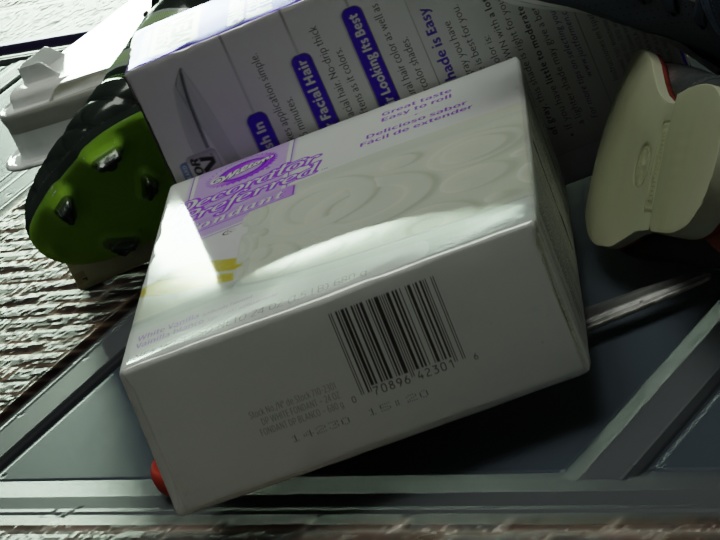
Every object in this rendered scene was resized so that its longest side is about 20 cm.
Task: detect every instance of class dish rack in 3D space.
[{"bbox_3d":[-0.068,-0.121,1.339,0.171,0.044,0.200,-12,24,43],"label":"dish rack"}]

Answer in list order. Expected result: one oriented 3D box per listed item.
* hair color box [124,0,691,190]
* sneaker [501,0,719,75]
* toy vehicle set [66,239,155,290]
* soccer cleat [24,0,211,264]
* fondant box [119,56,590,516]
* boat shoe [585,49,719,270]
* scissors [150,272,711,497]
[{"bbox_3d":[0.022,-0.074,1.128,0.199,0.110,0.065,-22,20,6],"label":"hair color box"},{"bbox_3d":[0.108,-0.116,0.991,0.146,0.202,0.077,177,115,-82],"label":"sneaker"},{"bbox_3d":[-0.078,-0.059,1.321,0.124,0.027,0.200,-24,20,2],"label":"toy vehicle set"},{"bbox_3d":[-0.067,-0.086,1.205,0.200,0.067,0.081,-47,38,10],"label":"soccer cleat"},{"bbox_3d":[0.000,0.000,1.015,0.144,0.058,0.200,-20,16,8],"label":"fondant box"},{"bbox_3d":[0.122,-0.034,0.987,0.062,0.071,0.200,11,2,-9],"label":"boat shoe"},{"bbox_3d":[0.021,0.040,0.992,0.199,0.014,0.073,-13,21,25],"label":"scissors"}]
